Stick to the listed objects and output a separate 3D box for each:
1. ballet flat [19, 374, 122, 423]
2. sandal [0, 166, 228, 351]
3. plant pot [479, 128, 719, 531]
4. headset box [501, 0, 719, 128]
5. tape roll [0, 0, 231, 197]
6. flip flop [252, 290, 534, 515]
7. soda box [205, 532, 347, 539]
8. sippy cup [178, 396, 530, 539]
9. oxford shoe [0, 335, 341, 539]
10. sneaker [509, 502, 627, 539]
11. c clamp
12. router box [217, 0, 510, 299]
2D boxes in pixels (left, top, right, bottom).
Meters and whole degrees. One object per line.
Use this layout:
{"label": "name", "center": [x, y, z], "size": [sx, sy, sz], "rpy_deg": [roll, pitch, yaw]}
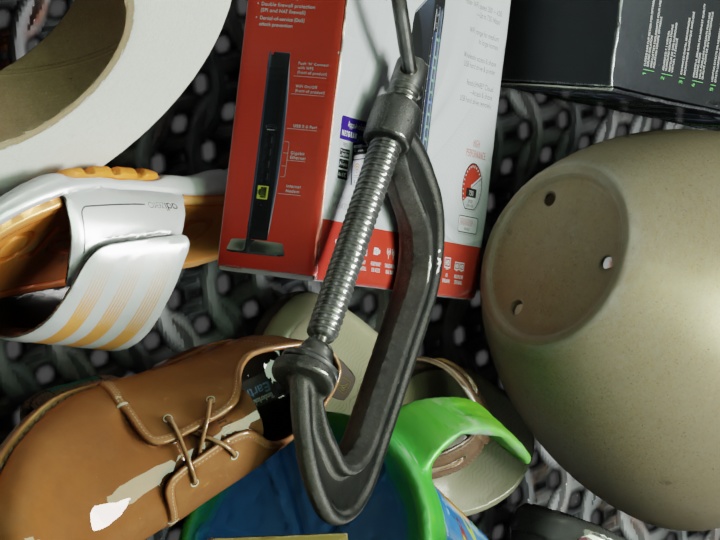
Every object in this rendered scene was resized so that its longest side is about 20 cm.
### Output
{"label": "ballet flat", "center": [-0.127, 0.145, 1.174], "size": [0.067, 0.068, 0.201], "rpy_deg": [5, 81, -42]}
{"label": "sandal", "center": [-0.094, -0.003, 1.164], "size": [0.206, 0.079, 0.059], "rpy_deg": [-10, 60, -47]}
{"label": "plant pot", "center": [0.135, 0.013, 1.330], "size": [0.134, 0.200, 0.201], "rpy_deg": [24, 77, -41]}
{"label": "headset box", "center": [0.158, -0.167, 1.394], "size": [0.200, 0.093, 0.175], "rpy_deg": [6, 91, -46]}
{"label": "tape roll", "center": [-0.143, -0.093, 1.059], "size": [0.202, 0.037, 0.203], "rpy_deg": [-26, 151, -15]}
{"label": "flip flop", "center": [0.024, 0.068, 1.317], "size": [0.200, 0.057, 0.081], "rpy_deg": [36, 70, -45]}
{"label": "soda box", "center": [-0.038, 0.213, 1.140], "size": [0.064, 0.068, 0.201], "rpy_deg": [1, 78, -24]}
{"label": "sippy cup", "center": [0.003, 0.148, 1.265], "size": [0.130, 0.177, 0.140], "rpy_deg": [35, 41, -54]}
{"label": "oxford shoe", "center": [-0.082, 0.071, 1.128], "size": [0.200, 0.071, 0.072], "rpy_deg": [-34, 103, -46]}
{"label": "sneaker", "center": [0.124, 0.213, 1.430], "size": [0.200, 0.075, 0.116], "rpy_deg": [46, 66, -39]}
{"label": "c clamp", "center": [0.000, 0.000, 1.161], "size": [0.171, 0.027, 0.201], "rpy_deg": [66, 36, -59]}
{"label": "router box", "center": [0.007, -0.082, 1.243], "size": [0.200, 0.049, 0.180], "rpy_deg": [6, 90, -67]}
